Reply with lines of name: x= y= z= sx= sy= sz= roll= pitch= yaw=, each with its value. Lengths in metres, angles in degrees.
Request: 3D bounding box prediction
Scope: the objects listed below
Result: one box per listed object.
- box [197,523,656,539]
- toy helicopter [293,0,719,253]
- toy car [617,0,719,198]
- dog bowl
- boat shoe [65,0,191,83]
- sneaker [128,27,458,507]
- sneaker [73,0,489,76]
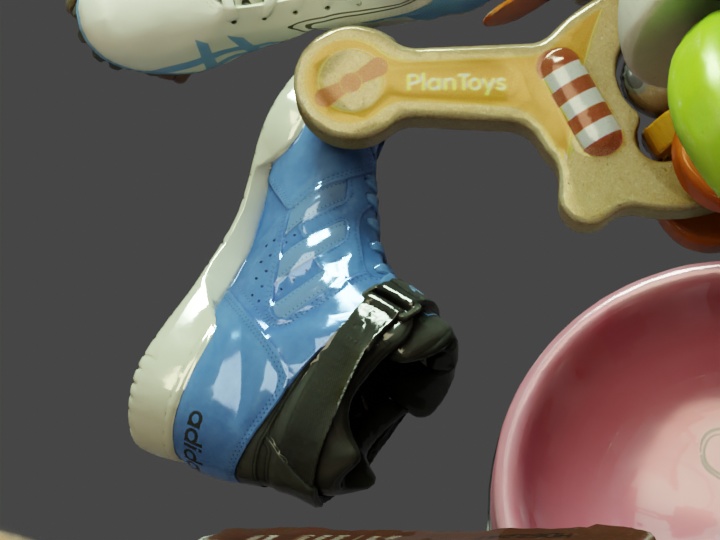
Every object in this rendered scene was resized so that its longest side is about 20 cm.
box: x=0.007 y=0.192 z=0.825 sx=0.163 sy=0.166 sz=0.201 roll=-2 pitch=93 yaw=15
toy helicopter: x=0.074 y=-0.080 z=1.005 sx=0.199 sy=0.079 sz=0.133 roll=1 pitch=77 yaw=0
toy car: x=0.199 y=-0.066 z=0.882 sx=0.150 sy=0.199 sz=0.176 roll=-48 pitch=55 yaw=41
dog bowl: x=0.135 y=0.085 z=0.940 sx=0.199 sy=0.074 sz=0.201 roll=-7 pitch=61 yaw=13
boat shoe: x=-0.041 y=-0.164 z=1.138 sx=0.068 sy=0.072 sz=0.200 roll=43 pitch=74 yaw=-4
sneaker: x=0.000 y=0.001 z=1.026 sx=0.111 sy=0.077 sz=0.200 roll=19 pitch=64 yaw=20
sneaker: x=-0.021 y=-0.129 z=1.067 sx=0.199 sy=0.072 sz=0.072 roll=-14 pitch=85 yaw=-16
